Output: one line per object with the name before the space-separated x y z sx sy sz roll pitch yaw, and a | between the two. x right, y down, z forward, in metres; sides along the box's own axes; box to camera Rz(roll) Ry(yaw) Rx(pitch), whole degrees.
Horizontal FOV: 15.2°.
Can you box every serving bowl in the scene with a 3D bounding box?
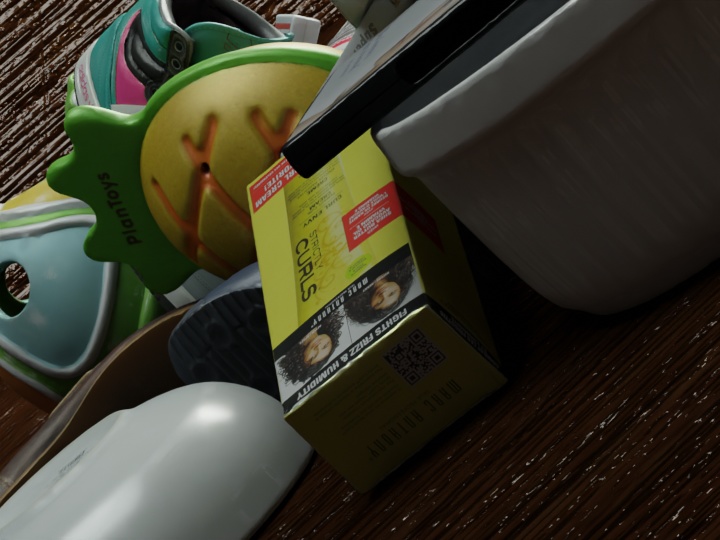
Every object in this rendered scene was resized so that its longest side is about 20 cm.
serving bowl | -0.114 0.113 1.171 0.200 0.066 0.200 -40 7 6

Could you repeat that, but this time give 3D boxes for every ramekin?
ramekin | 0.111 -0.074 0.978 0.200 0.105 0.200 -39 8 7

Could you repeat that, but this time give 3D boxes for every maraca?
maraca | -0.055 -0.045 1.310 0.199 0.137 0.107 -11 32 21

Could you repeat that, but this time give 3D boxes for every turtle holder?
turtle holder | -0.143 -0.004 1.489 0.141 0.131 0.186 -82 4 -61

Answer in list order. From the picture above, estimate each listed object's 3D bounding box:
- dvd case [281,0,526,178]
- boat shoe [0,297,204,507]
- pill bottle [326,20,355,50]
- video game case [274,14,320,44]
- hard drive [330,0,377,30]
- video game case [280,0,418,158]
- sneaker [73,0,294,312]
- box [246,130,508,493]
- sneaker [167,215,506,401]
dvd case | 0.058 -0.116 1.005 0.200 0.018 0.143 -38 7 16
boat shoe | -0.124 0.082 1.363 0.200 0.070 0.070 -41 12 1
pill bottle | 0.033 -0.096 1.452 0.111 0.111 0.200 -38 9 23
video game case | -0.056 -0.043 1.503 0.143 0.017 0.201 -134 57 -82
hard drive | 0.050 -0.145 1.170 0.132 0.027 0.200 -37 -12 5
video game case | 0.052 -0.118 1.170 0.143 0.018 0.200 -27 -15 -30
sneaker | -0.074 -0.072 1.401 0.083 0.200 0.121 1 -36 -41
box | 0.002 0.003 1.077 0.075 0.050 0.200 -39 25 14
sneaker | 0.000 0.000 1.236 0.200 0.070 0.082 -26 20 32
